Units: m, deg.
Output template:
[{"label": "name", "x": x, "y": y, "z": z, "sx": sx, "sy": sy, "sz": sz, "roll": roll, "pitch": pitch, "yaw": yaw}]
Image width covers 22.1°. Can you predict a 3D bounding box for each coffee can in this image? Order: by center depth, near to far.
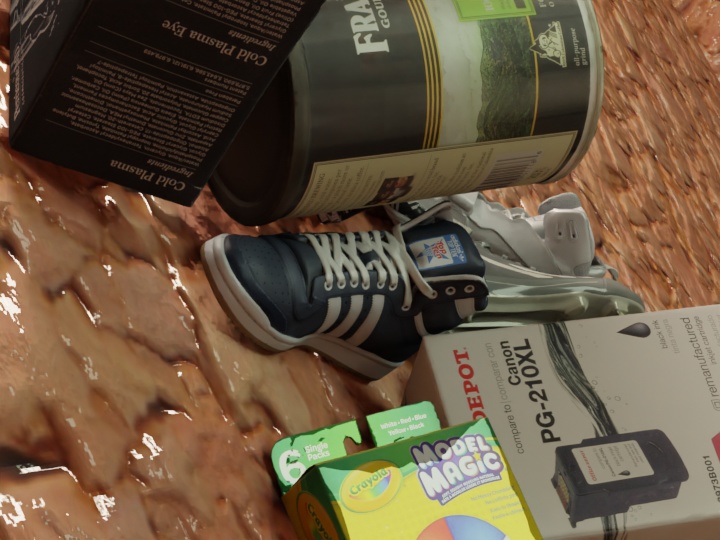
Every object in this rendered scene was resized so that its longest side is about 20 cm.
[{"label": "coffee can", "x": 0.017, "y": -0.110, "z": 1.056, "sx": 0.199, "sy": 0.147, "sz": 0.147, "roll": -9, "pitch": 63, "yaw": -28}]

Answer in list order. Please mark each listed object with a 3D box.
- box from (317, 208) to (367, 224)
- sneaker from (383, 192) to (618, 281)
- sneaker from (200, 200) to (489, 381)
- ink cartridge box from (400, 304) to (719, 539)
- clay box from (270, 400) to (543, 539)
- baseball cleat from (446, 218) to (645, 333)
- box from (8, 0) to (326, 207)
[{"label": "box", "x": 0.009, "y": -0.153, "z": 1.171, "sx": 0.201, "sy": 0.157, "sz": 0.050, "roll": 65, "pitch": -16, "yaw": -7}, {"label": "sneaker", "x": 0.093, "y": -0.038, "z": 1.296, "sx": 0.200, "sy": 0.115, "sz": 0.075, "roll": 56, "pitch": 9, "yaw": -11}, {"label": "sneaker", "x": 0.000, "y": 0.000, "z": 1.045, "sx": 0.200, "sy": 0.108, "sz": 0.070, "roll": 25, "pitch": 38, "yaw": -57}, {"label": "ink cartridge box", "x": 0.137, "y": 0.108, "z": 1.079, "sx": 0.085, "sy": 0.199, "sz": 0.145, "roll": 101, "pitch": -21, "yaw": -52}, {"label": "clay box", "x": 0.041, "y": 0.159, "z": 0.936, "sx": 0.114, "sy": 0.048, "sz": 0.201, "roll": -12, "pitch": 70, "yaw": -34}, {"label": "baseball cleat", "x": 0.098, "y": 0.005, "z": 1.233, "sx": 0.199, "sy": 0.070, "sz": 0.107, "roll": 4, "pitch": 47, "yaw": -31}, {"label": "box", "x": -0.096, "y": -0.171, "z": 0.924, "sx": 0.104, "sy": 0.182, "sz": 0.201, "roll": 17, "pitch": 39, "yaw": -25}]
